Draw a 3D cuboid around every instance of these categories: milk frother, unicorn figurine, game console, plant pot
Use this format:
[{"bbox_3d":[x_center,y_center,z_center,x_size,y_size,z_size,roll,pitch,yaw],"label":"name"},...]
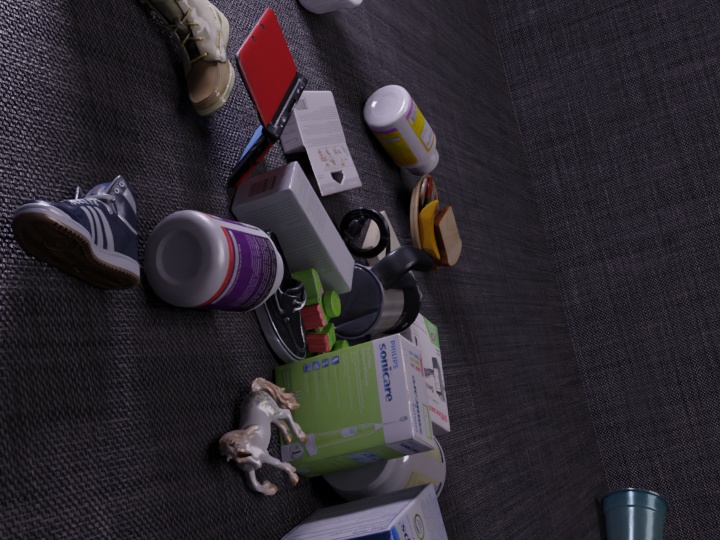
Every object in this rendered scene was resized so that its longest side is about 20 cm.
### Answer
[{"bbox_3d":[0.000,0.000,1.825,0.199,0.182,0.188,34,11,19],"label":"milk frother"},{"bbox_3d":[-0.127,0.217,1.404,0.138,0.073,0.201,48,17,-32],"label":"unicorn figurine"},{"bbox_3d":[-0.156,-0.247,1.588,0.118,0.172,0.201,38,32,-13],"label":"game console"},{"bbox_3d":[0.803,0.773,3.248,0.201,0.197,0.198,53,36,-43],"label":"plant pot"}]

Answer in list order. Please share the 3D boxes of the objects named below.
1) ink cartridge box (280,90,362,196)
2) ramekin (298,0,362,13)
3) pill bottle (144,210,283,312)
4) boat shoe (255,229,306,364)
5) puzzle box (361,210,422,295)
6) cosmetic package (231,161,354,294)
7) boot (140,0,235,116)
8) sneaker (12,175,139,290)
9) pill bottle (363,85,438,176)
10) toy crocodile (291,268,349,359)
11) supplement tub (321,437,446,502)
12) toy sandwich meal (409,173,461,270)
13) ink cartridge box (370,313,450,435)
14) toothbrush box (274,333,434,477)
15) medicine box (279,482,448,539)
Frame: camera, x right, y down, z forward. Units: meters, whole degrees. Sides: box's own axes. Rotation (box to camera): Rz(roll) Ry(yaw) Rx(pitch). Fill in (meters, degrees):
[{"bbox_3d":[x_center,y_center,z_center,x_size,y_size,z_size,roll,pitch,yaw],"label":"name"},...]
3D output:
[{"bbox_3d":[-0.074,-0.212,1.872,0.200,0.044,0.179,-24,97,-69],"label":"ink cartridge box"},{"bbox_3d":[-0.076,-0.573,2.060,0.203,0.093,0.205,50,32,-47],"label":"ramekin"},{"bbox_3d":[-0.172,-0.007,1.372,0.199,0.111,0.114,13,63,-67],"label":"pill bottle"},{"bbox_3d":[-0.109,0.037,1.566,0.072,0.067,0.203,-48,120,-66],"label":"boat shoe"},{"bbox_3d":[0.062,0.006,2.093,0.134,0.025,0.202,-71,140,-58],"label":"puzzle box"},{"bbox_3d":[-0.095,-0.050,1.620,0.072,0.100,0.201,-81,149,-50],"label":"cosmetic package"},{"bbox_3d":[-0.236,-0.321,1.495,0.155,0.071,0.202,50,26,-48],"label":"boot"},{"bbox_3d":[-0.293,-0.060,1.155,0.200,0.069,0.110,46,38,-64],"label":"sneaker"},{"bbox_3d":[0.090,-0.278,2.261,0.200,0.103,0.106,49,32,-49],"label":"pill bottle"},{"bbox_3d":[-0.060,0.093,1.629,0.062,0.066,0.203,-61,141,-64],"label":"toy crocodile"},{"bbox_3d":[0.031,0.281,1.643,0.200,0.143,0.147,38,41,-57],"label":"supplement tub"},{"bbox_3d":[0.158,-0.100,2.307,0.205,0.069,0.209,0,90,-71],"label":"toy sandwich meal"},{"bbox_3d":[0.086,0.182,1.943,0.145,0.083,0.203,37,42,-58],"label":"ink cartridge box"},{"bbox_3d":[-0.010,0.189,1.527,0.086,0.197,0.148,35,43,-58],"label":"toothbrush box"},{"bbox_3d":[0.001,0.370,1.448,0.200,0.180,0.105,-19,92,-69],"label":"medicine box"}]
